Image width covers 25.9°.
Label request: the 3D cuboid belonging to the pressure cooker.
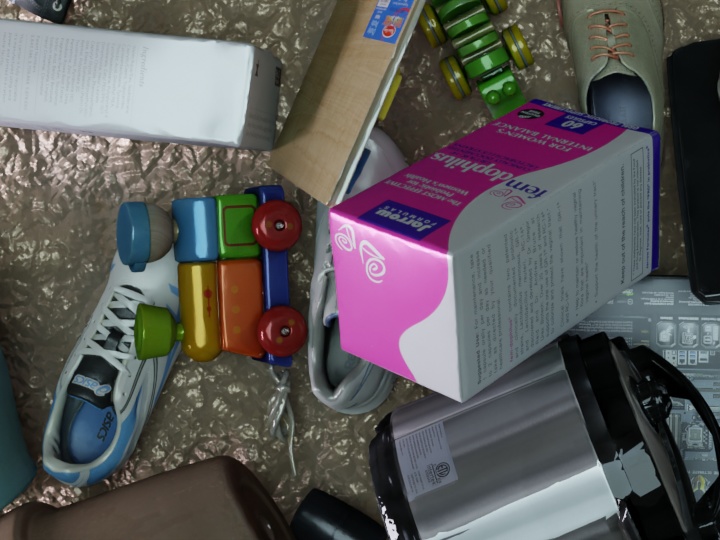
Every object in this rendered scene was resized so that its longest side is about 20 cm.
[{"bbox_3d":[0.124,0.135,0.945,0.200,0.179,0.176,-24,85,9],"label":"pressure cooker"}]

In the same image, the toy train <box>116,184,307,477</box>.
[{"bbox_3d":[-0.101,0.045,1.053,0.115,0.085,0.201,-3,91,-18],"label":"toy train"}]

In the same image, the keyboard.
[{"bbox_3d":[0.267,-0.071,1.003,0.127,0.021,0.200,-6,60,13],"label":"keyboard"}]

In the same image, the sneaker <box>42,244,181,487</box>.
[{"bbox_3d":[-0.166,0.057,1.089,0.072,0.072,0.201,20,93,9],"label":"sneaker"}]

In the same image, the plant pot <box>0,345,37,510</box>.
[{"bbox_3d":[-0.321,0.094,1.059,0.200,0.200,0.188,-29,99,8],"label":"plant pot"}]

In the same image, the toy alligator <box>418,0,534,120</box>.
[{"bbox_3d":[0.088,-0.135,1.056,0.059,0.054,0.200,-26,88,8],"label":"toy alligator"}]

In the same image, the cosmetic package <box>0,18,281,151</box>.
[{"bbox_3d":[-0.162,-0.125,1.069,0.199,0.102,0.074,8,93,9],"label":"cosmetic package"}]

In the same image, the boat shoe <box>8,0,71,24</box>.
[{"bbox_3d":[-0.181,-0.264,1.091,0.057,0.069,0.200,34,98,-13],"label":"boat shoe"}]

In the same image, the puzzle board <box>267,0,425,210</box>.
[{"bbox_3d":[-0.007,-0.122,1.005,0.017,0.200,0.151,23,95,-17],"label":"puzzle board"}]

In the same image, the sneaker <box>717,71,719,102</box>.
[{"bbox_3d":[0.272,-0.073,0.941,0.073,0.085,0.200,-28,58,-2],"label":"sneaker"}]

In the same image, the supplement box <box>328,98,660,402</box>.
[{"bbox_3d":[0.086,-0.018,0.957,0.101,0.200,0.104,21,129,39],"label":"supplement box"}]

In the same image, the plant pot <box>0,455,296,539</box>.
[{"bbox_3d":[-0.133,0.210,1.025,0.174,0.200,0.201,-33,87,5],"label":"plant pot"}]

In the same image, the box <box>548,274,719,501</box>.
[{"bbox_3d":[0.164,0.081,1.053,0.199,0.051,0.158,1,92,7],"label":"box"}]

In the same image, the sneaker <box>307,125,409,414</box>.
[{"bbox_3d":[0.000,0.000,1.056,0.074,0.087,0.201,1,90,10],"label":"sneaker"}]

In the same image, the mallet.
[{"bbox_3d":[-0.041,0.254,1.096,0.066,0.041,0.200,21,98,10],"label":"mallet"}]

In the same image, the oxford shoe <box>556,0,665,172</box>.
[{"bbox_3d":[0.171,-0.148,1.034,0.071,0.074,0.201,-11,90,8],"label":"oxford shoe"}]
